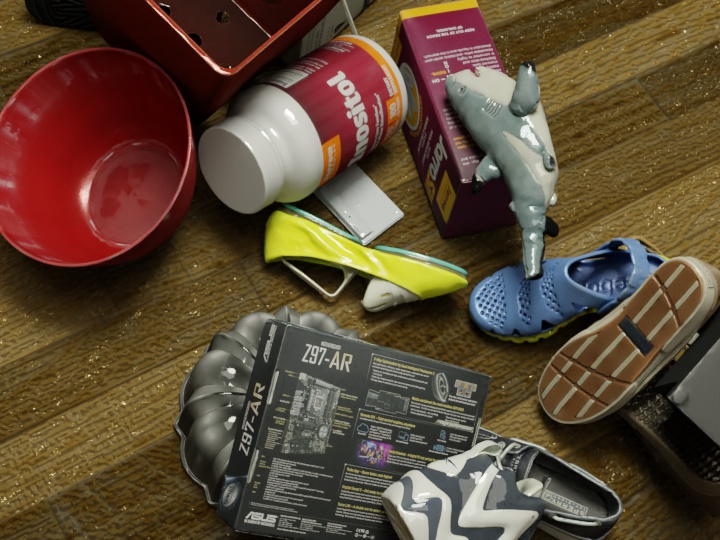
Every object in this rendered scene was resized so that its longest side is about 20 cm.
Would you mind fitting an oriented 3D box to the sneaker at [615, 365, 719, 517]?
[{"bbox_3d":[0.269,0.141,1.058,0.070,0.076,0.201,-23,46,-8],"label":"sneaker"}]

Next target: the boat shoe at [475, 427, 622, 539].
[{"bbox_3d":[0.131,0.177,1.010,0.198,0.068,0.072,26,61,5],"label":"boat shoe"}]

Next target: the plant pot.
[{"bbox_3d":[-0.139,-0.252,1.052,0.200,0.176,0.200,44,63,3],"label":"plant pot"}]

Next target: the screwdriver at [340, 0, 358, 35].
[{"bbox_3d":[-0.011,-0.236,1.145,0.029,0.201,0.028,-17,39,16],"label":"screwdriver"}]

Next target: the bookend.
[{"bbox_3d":[0.334,0.070,0.989,0.092,0.199,0.200,42,83,7],"label":"bookend"}]

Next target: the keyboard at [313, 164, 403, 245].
[{"bbox_3d":[-0.042,-0.110,1.168,0.056,0.011,0.200,-34,73,-29],"label":"keyboard"}]

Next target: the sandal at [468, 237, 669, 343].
[{"bbox_3d":[0.193,0.012,1.072,0.197,0.087,0.081,-14,67,14],"label":"sandal"}]

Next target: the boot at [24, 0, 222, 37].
[{"bbox_3d":[-0.240,-0.332,1.210,0.208,0.080,0.160,6,62,-5],"label":"boot"}]

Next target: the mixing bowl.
[{"bbox_3d":[-0.224,-0.086,1.052,0.197,0.108,0.203,-4,74,15],"label":"mixing bowl"}]

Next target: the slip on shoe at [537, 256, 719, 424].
[{"bbox_3d":[0.239,0.064,1.023,0.060,0.201,0.076,0,45,-48],"label":"slip on shoe"}]

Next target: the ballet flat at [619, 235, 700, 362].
[{"bbox_3d":[0.311,0.046,1.109,0.068,0.063,0.200,-39,75,-23],"label":"ballet flat"}]

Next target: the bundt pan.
[{"bbox_3d":[-0.062,0.118,1.007,0.199,0.076,0.205,3,62,-6],"label":"bundt pan"}]

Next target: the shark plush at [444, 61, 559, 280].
[{"bbox_3d":[0.135,-0.090,1.049,0.082,0.091,0.203,-13,86,8],"label":"shark plush"}]

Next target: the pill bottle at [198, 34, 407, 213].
[{"bbox_3d":[-0.054,-0.135,1.095,0.113,0.113,0.200,41,50,13],"label":"pill bottle"}]

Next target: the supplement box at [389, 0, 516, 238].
[{"bbox_3d":[0.097,-0.150,1.151,0.084,0.111,0.202,-12,65,-13],"label":"supplement box"}]

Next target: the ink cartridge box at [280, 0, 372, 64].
[{"bbox_3d":[-0.026,-0.328,1.204,0.083,0.147,0.200,37,64,11],"label":"ink cartridge box"}]

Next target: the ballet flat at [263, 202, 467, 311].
[{"bbox_3d":[0.000,0.000,1.092,0.197,0.067,0.068,21,82,5],"label":"ballet flat"}]

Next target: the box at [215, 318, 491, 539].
[{"bbox_3d":[-0.002,0.139,0.935,0.198,0.043,0.163,15,88,-28],"label":"box"}]

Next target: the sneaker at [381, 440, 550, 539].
[{"bbox_3d":[0.114,0.227,0.934,0.129,0.079,0.201,-31,98,-13],"label":"sneaker"}]
